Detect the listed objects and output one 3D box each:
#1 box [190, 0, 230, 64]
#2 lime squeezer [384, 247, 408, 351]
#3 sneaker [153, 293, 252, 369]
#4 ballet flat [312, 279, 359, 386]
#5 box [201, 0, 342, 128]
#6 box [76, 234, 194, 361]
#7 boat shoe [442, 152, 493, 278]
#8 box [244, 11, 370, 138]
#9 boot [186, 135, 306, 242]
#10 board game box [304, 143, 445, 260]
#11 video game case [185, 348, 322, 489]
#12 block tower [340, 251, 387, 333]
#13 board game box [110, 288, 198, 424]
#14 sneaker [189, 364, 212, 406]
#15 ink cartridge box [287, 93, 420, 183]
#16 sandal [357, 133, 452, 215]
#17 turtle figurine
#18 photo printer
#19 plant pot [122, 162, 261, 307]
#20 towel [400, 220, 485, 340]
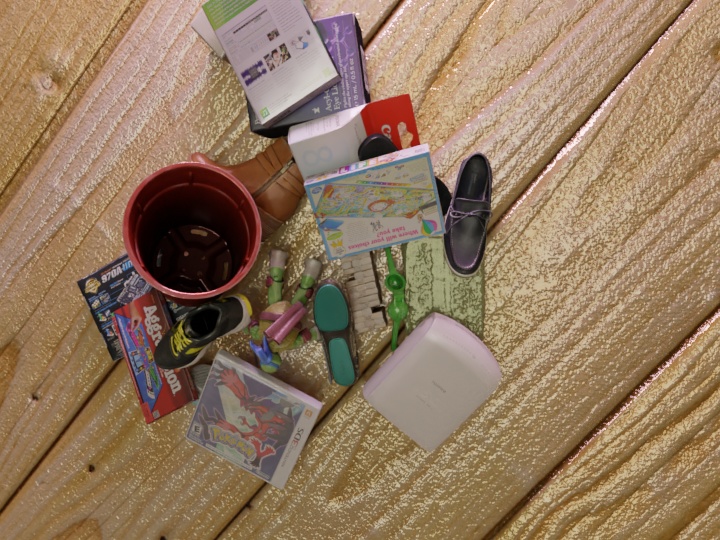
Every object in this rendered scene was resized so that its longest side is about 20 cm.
[{"bbox_3d":[-0.176,-0.440,0.933,0.078,0.095,0.200,43,101,1],"label":"box"},{"bbox_3d":[0.059,0.038,0.959,0.036,0.071,0.208,-6,95,3],"label":"lime squeezer"},{"bbox_3d":[-0.269,0.095,0.914,0.197,0.084,0.076,-34,76,16],"label":"sneaker"},{"bbox_3d":[-0.038,0.096,0.965,0.065,0.076,0.206,-6,114,10],"label":"ballet flat"},{"bbox_3d":[-0.133,-0.344,0.860,0.141,0.036,0.205,-27,92,10],"label":"box"},{"bbox_3d":[-0.396,0.049,1.038,0.196,0.046,0.163,-26,91,10],"label":"box"},{"bbox_3d":[0.173,-0.091,0.908,0.072,0.062,0.207,9,81,6],"label":"boat shoe"},{"bbox_3d":[-0.086,-0.308,0.927,0.193,0.104,0.154,-9,95,9],"label":"box"},{"bbox_3d":[-0.183,-0.171,0.974,0.199,0.074,0.155,42,101,-10],"label":"boot"},{"bbox_3d":[0.025,-0.102,0.884,0.193,0.035,0.138,-12,120,9],"label":"board game box"},{"bbox_3d":[-0.183,0.256,0.968,0.195,0.023,0.186,27,110,2],"label":"video game case"},{"bbox_3d":[0.000,0.000,0.972,0.056,0.054,0.207,-13,94,8],"label":"block tower"},{"bbox_3d":[-0.357,0.147,0.988,0.101,0.019,0.205,-25,80,9],"label":"board game box"},{"bbox_3d":[-0.227,0.248,1.033,0.197,0.074,0.083,35,129,-1],"label":"sneaker"},{"bbox_3d":[0.001,-0.177,0.908,0.193,0.048,0.162,-13,139,9],"label":"ink cartridge box"},{"bbox_3d":[0.074,-0.134,0.905,0.198,0.049,0.075,31,114,-31],"label":"sandal"},{"bbox_3d":[-0.131,0.079,0.990,0.140,0.199,0.201,6,76,29],"label":"turtle figurine"},{"bbox_3d":[0.123,0.180,0.942,0.165,0.070,0.201,39,109,-8],"label":"photo printer"},{"bbox_3d":[-0.266,-0.035,0.913,0.194,0.195,0.208,5,74,-16],"label":"plant pot"},{"bbox_3d":[0.141,0.019,0.962,0.143,0.036,0.208,-3,94,8],"label":"towel"}]
